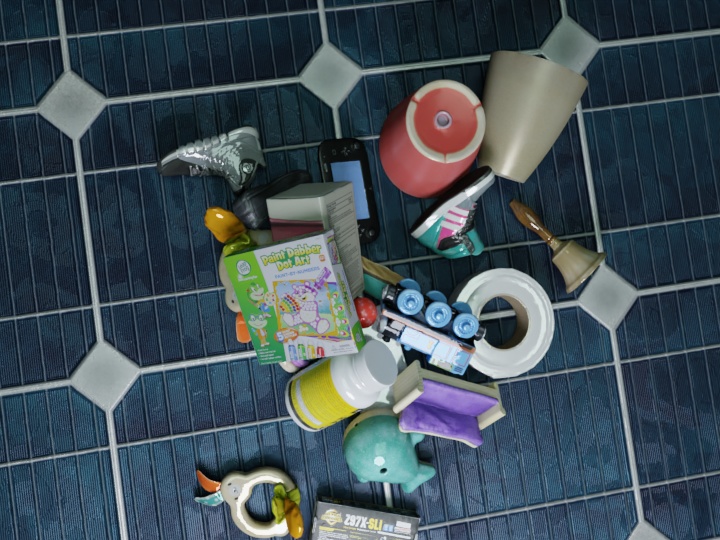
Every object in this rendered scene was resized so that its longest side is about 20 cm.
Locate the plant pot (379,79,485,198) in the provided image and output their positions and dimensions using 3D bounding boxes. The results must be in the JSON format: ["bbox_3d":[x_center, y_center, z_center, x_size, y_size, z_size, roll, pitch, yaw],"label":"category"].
[{"bbox_3d":[0.136,-0.247,1.107,0.196,0.177,0.205,0,87,-4],"label":"plant pot"}]

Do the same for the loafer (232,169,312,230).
[{"bbox_3d":[-0.148,-0.127,1.088,0.068,0.200,0.071,-27,98,38],"label":"loafer"}]

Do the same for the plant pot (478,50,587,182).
[{"bbox_3d":[0.296,-0.275,1.135,0.184,0.187,0.203,19,99,-4],"label":"plant pot"}]

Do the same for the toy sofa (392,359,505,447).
[{"bbox_3d":[0.159,0.240,1.084,0.197,0.083,0.099,19,45,-25],"label":"toy sofa"}]

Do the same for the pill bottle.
[{"bbox_3d":[-0.033,0.196,1.056,0.199,0.111,0.112,-35,90,36],"label":"pill bottle"}]

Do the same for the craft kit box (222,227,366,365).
[{"bbox_3d":[-0.108,0.048,0.996,0.197,0.048,0.201,-11,101,26],"label":"craft kit box"}]

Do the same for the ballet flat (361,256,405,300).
[{"bbox_3d":[0.000,0.000,1.141,0.198,0.069,0.063,31,40,11],"label":"ballet flat"}]

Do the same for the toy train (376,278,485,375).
[{"bbox_3d":[0.118,0.096,1.062,0.197,0.087,0.116,23,104,-7],"label":"toy train"}]

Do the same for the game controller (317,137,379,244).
[{"bbox_3d":[-0.023,-0.148,1.145,0.103,0.042,0.204,-9,87,-36],"label":"game controller"}]

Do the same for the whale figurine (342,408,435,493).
[{"bbox_3d":[0.057,0.342,1.090,0.158,0.104,0.200,-38,114,11],"label":"whale figurine"}]

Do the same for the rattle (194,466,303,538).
[{"bbox_3d":[-0.205,0.417,1.068,0.197,0.143,0.132,24,104,-10],"label":"rattle"}]

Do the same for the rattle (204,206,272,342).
[{"bbox_3d":[-0.214,0.012,1.061,0.128,0.143,0.204,8,75,6],"label":"rattle"}]

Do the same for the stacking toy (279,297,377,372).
[{"bbox_3d":[-0.058,0.109,1.087,0.198,0.085,0.087,-25,89,16],"label":"stacking toy"}]

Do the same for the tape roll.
[{"bbox_3d":[0.262,0.098,1.155,0.198,0.071,0.207,0,87,-6],"label":"tape roll"}]

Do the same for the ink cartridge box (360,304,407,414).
[{"bbox_3d":[0.029,0.173,1.142,0.107,0.050,0.203,-16,88,-5],"label":"ink cartridge box"}]

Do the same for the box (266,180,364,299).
[{"bbox_3d":[-0.073,-0.041,1.046,0.107,0.128,0.204,1,108,24],"label":"box"}]

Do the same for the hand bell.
[{"bbox_3d":[0.365,-0.064,1.175,0.104,0.104,0.200,-43,80,-5],"label":"hand bell"}]

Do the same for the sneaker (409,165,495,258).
[{"bbox_3d":[0.197,-0.091,1.125,0.121,0.084,0.199,42,126,-12],"label":"sneaker"}]

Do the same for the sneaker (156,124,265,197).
[{"bbox_3d":[-0.267,-0.183,1.121,0.197,0.075,0.117,-22,92,-7],"label":"sneaker"}]

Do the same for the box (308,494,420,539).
[{"bbox_3d":[0.001,0.517,1.123,0.196,0.049,0.163,10,84,-4],"label":"box"}]
